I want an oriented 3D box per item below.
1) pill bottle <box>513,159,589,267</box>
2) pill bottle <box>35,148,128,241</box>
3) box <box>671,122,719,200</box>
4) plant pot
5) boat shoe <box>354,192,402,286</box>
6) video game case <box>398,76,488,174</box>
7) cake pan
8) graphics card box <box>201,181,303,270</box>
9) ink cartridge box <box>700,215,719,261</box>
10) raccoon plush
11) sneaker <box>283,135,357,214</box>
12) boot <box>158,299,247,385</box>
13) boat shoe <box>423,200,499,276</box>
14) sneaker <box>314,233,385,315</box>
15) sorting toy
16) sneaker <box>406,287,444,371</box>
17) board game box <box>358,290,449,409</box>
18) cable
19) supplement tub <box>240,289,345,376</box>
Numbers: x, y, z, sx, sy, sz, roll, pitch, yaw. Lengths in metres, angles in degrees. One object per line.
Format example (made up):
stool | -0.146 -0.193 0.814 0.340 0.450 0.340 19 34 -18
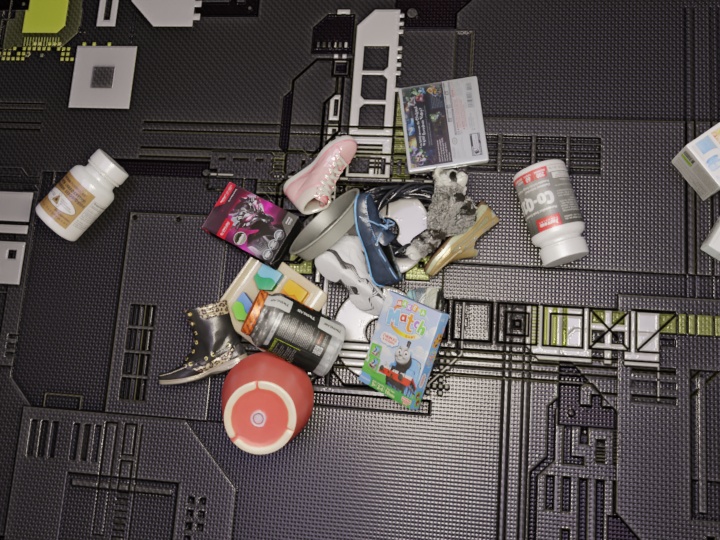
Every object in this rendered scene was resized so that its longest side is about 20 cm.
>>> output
pill bottle | 0.399 -0.118 1.454 0.112 0.114 0.202 -15 78 4
pill bottle | -0.635 -0.176 1.602 0.114 0.114 0.200 42 87 12
box | 0.770 -0.255 1.435 0.199 0.101 0.113 -35 77 0
plant pot | -0.195 0.276 1.409 0.197 0.177 0.203 0 93 -2
boat shoe | 0.044 -0.068 1.434 0.068 0.084 0.202 -4 118 30
video game case | 0.185 -0.327 1.567 0.179 0.023 0.203 -7 80 6
cake pan | -0.068 -0.094 1.482 0.200 0.200 0.037 -44 106 -1
graphics card box | -0.241 -0.100 1.554 0.199 0.051 0.126 28 79 17
ink cartridge box | 0.829 -0.061 1.427 0.199 0.047 0.161 34 85 6
raccoon plush | 0.151 -0.132 1.463 0.199 0.097 0.134 -31 46 0
sneaker | -0.072 -0.201 1.538 0.200 0.075 0.105 -38 54 7
boot | -0.355 0.158 1.513 0.198 0.073 0.152 -16 90 1
boat shoe | 0.221 -0.054 1.494 0.076 0.072 0.200 43 89 -2
sneaker | 0.000 0.000 1.500 0.200 0.075 0.116 41 50 -16
sorting toy | -0.201 0.074 1.539 0.199 0.036 0.186 34 86 12
sneaker | 0.123 0.134 1.478 0.085 0.077 0.203 5 79 27
board game box | 0.087 0.160 1.432 0.150 0.036 0.202 22 95 42
cable | 0.103 -0.108 1.504 0.197 0.051 0.165 -3 74 -9
supplement tub | -0.140 0.127 1.451 0.198 0.122 0.124 28 84 -10
